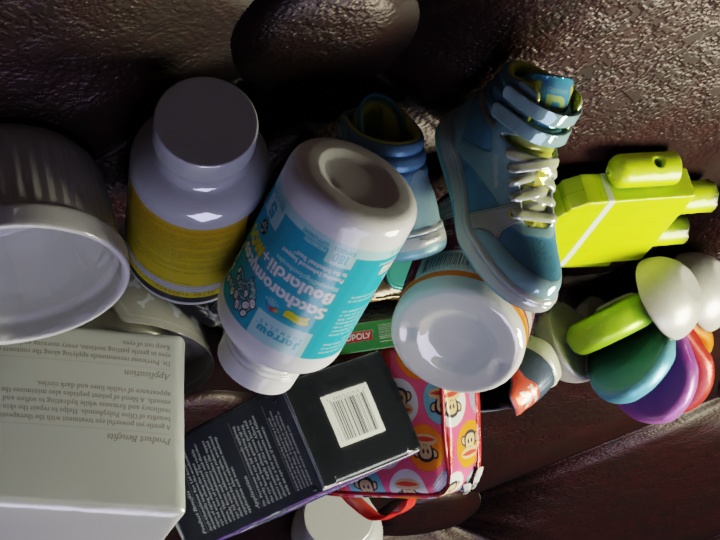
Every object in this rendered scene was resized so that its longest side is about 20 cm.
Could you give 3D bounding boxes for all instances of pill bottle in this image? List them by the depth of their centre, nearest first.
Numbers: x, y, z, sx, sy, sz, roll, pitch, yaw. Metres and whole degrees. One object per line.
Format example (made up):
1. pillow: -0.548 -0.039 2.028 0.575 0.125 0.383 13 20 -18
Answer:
1. pill bottle: -0.043 0.003 1.509 0.110 0.111 0.201 6 129 -32
2. pill bottle: -0.130 -0.064 1.527 0.111 0.113 0.200 -5 153 -12
3. pill bottle: 0.100 -0.002 1.626 0.113 0.201 0.115 9 129 11
4. pill bottle: -0.030 0.333 2.336 0.112 0.114 0.201 -8 152 -7

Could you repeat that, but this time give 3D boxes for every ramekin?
1. ramekin: -0.289 -0.031 1.535 0.198 0.106 0.201 -10 153 -5

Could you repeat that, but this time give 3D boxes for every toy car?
1. toy car: 0.282 0.077 1.897 0.174 0.151 0.199 -27 169 30

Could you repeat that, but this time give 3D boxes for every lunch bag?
1. lunch bag: 0.020 0.152 1.847 0.198 0.178 0.082 0 -173 36

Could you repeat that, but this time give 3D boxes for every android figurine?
1. android figurine: 0.226 -0.050 1.779 0.198 0.041 0.182 -4 153 -20

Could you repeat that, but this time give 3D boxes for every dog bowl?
1. dog bowl: -0.234 0.064 1.770 0.198 0.059 0.201 -3 153 -1

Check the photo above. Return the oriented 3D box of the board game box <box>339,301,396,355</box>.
1. board game box: 0.038 0.047 1.828 0.198 0.029 0.135 -8 -172 -8

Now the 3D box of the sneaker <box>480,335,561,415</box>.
1. sneaker: 0.097 0.098 1.888 0.199 0.085 0.075 5 131 43

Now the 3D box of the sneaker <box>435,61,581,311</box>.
1. sneaker: 0.131 -0.078 1.508 0.079 0.201 0.131 6 140 -36

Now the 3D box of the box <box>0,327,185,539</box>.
1. box: -0.271 0.163 1.705 0.197 0.173 0.200 6 152 -18

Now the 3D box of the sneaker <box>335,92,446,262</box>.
1. sneaker: -0.010 -0.084 1.592 0.079 0.132 0.199 -21 -159 -41

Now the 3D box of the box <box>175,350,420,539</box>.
1. box: -0.072 0.168 1.781 0.199 0.105 0.147 -30 171 41

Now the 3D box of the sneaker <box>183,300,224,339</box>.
1. sneaker: -0.089 0.034 1.751 0.077 0.087 0.200 18 160 27

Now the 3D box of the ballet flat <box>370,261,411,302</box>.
1. ballet flat: 0.000 0.000 1.774 0.199 0.069 0.072 6 164 -39
